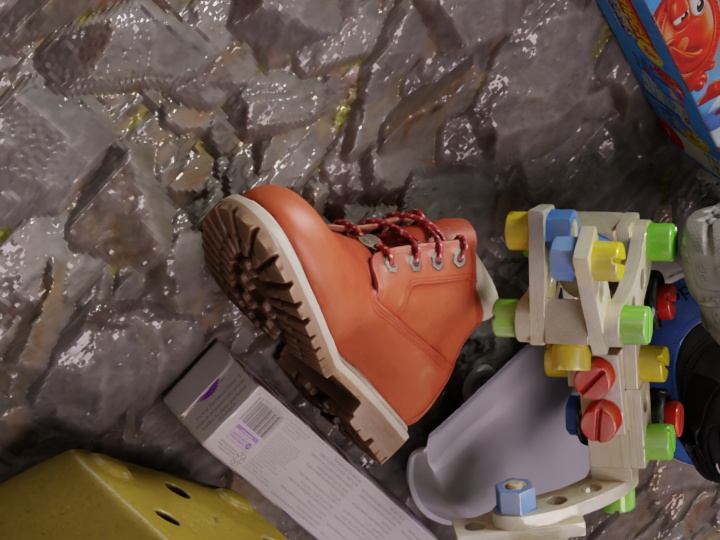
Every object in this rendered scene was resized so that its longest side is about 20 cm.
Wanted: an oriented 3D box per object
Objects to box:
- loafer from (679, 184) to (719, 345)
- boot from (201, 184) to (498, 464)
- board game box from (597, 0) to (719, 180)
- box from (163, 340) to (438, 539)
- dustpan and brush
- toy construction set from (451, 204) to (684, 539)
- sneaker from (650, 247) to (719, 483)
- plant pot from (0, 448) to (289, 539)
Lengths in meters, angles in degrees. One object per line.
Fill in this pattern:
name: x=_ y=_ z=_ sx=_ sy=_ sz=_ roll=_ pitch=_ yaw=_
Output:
loafer: x=0.198 y=-0.007 z=1.250 sx=0.200 sy=0.070 sz=0.070 roll=-30 pitch=112 yaw=-65
boot: x=0.000 y=0.000 z=1.141 sx=0.107 sy=0.075 sz=0.200 roll=-45 pitch=148 yaw=-7
board game box: x=0.204 y=-0.167 z=1.187 sx=0.200 sy=0.056 sz=0.196 roll=-43 pitch=140 yaw=-5
box: x=-0.024 y=0.100 z=1.220 sx=0.041 sy=0.039 sz=0.200 roll=-45 pitch=140 yaw=0
dustpan and brush: x=0.081 y=0.105 z=1.314 sx=0.140 sy=0.057 sz=0.200 roll=-41 pitch=135 yaw=-25
toy construction set: x=0.105 y=0.055 z=1.192 sx=0.131 sy=0.092 sz=0.200 roll=-49 pitch=151 yaw=-63
sneaker: x=0.194 y=0.079 z=1.321 sx=0.077 sy=0.111 sz=0.200 roll=-32 pitch=146 yaw=-4
plant pot: x=-0.106 y=0.197 z=1.120 sx=0.195 sy=0.194 sz=0.200 roll=23 pitch=100 yaw=-48
